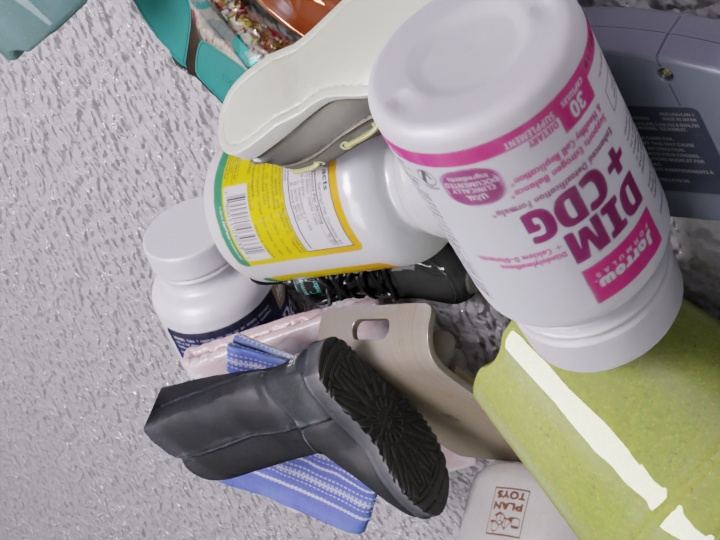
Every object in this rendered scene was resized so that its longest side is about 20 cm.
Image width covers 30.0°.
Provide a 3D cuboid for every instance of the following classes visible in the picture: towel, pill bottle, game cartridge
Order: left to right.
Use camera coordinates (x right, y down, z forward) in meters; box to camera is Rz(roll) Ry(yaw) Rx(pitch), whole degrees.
[{"bbox_3d":[-0.114,0.039,1.169,0.110,0.111,0.201,17,142,39],"label":"pill bottle"},{"bbox_3d":[-0.049,0.140,1.087,0.143,0.024,0.201,22,141,8],"label":"towel"},{"bbox_3d":[-0.023,0.114,1.130,0.189,0.032,0.201,-19,123,19],"label":"towel"},{"bbox_3d":[-0.002,-0.056,0.893,0.199,0.113,0.113,-8,124,44],"label":"pill bottle"},{"bbox_3d":[0.094,-0.043,0.699,0.113,0.114,0.200,14,150,42],"label":"pill bottle"},{"bbox_3d":[0.143,-0.085,0.741,0.199,0.042,0.134,10,143,46],"label":"game cartridge"}]

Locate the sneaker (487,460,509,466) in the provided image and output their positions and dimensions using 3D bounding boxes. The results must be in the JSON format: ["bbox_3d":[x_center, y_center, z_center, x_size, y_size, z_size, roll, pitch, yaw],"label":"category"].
[{"bbox_3d":[0.138,0.242,1.149,0.084,0.075,0.201,-5,126,48],"label":"sneaker"}]

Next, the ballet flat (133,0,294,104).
[{"bbox_3d":[-0.091,-0.160,0.919,0.200,0.063,0.076,50,140,32],"label":"ballet flat"}]

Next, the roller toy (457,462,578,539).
[{"bbox_3d":[0.160,0.216,0.984,0.180,0.141,0.200,13,165,6],"label":"roller toy"}]

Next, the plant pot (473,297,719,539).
[{"bbox_3d":[0.175,0.094,0.822,0.184,0.200,0.201,45,153,23],"label":"plant pot"}]

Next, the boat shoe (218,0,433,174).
[{"bbox_3d":[0.001,-0.112,0.779,0.060,0.073,0.201,21,148,-40],"label":"boat shoe"}]

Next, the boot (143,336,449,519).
[{"bbox_3d":[-0.050,0.137,1.021,0.199,0.066,0.165,-22,113,38],"label":"boot"}]

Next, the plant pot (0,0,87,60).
[{"bbox_3d":[-0.250,-0.260,0.889,0.196,0.201,0.199,47,152,-21],"label":"plant pot"}]

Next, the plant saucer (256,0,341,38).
[{"bbox_3d":[-0.030,-0.214,0.803,0.200,0.032,0.201,36,155,20],"label":"plant saucer"}]

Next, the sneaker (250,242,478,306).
[{"bbox_3d":[0.000,0.000,1.009,0.199,0.079,0.076,14,138,40],"label":"sneaker"}]

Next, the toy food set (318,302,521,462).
[{"bbox_3d":[0.078,0.083,1.003,0.199,0.061,0.143,36,159,-27],"label":"toy food set"}]
